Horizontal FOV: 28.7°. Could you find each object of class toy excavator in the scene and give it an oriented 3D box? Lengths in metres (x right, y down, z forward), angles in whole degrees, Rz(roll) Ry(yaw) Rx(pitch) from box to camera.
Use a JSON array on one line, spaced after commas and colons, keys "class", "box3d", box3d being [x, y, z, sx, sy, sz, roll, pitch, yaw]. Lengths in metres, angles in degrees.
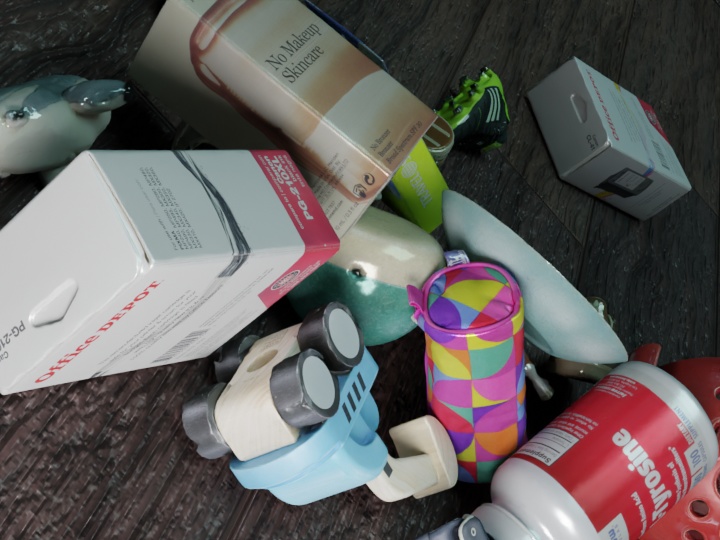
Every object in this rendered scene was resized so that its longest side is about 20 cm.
[{"class": "toy excavator", "box3d": [-0.012, 0.120, 0.997, 0.200, 0.100, 0.195, 59, 28, -17]}]

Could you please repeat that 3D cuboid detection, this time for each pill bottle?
[{"class": "pill bottle", "box3d": [0.176, 0.170, 1.101, 0.200, 0.112, 0.112, -37, 90, -22]}]

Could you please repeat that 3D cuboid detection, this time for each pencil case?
[{"class": "pencil case", "box3d": [0.087, 0.080, 1.093, 0.089, 0.088, 0.201, -93, 175, -46]}]

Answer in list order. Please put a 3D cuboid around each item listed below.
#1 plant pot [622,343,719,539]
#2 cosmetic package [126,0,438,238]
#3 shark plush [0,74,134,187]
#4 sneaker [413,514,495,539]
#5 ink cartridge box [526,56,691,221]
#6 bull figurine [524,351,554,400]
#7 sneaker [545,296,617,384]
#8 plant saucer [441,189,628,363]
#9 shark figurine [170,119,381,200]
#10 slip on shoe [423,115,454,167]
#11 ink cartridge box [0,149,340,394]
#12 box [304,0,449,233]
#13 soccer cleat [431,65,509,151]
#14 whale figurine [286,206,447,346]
[{"class": "plant pot", "box3d": [0.307, 0.172, 1.264, 0.182, 0.201, 0.200, 14, 26, 13]}, {"class": "cosmetic package", "box3d": [-0.056, -0.129, 1.030, 0.200, 0.087, 0.103, 38, 42, -2]}, {"class": "shark plush", "box3d": [-0.246, -0.096, 0.932, 0.199, 0.091, 0.083, -18, 53, -39]}, {"class": "sneaker", "box3d": [0.072, 0.256, 0.956, 0.147, 0.077, 0.202, 59, 17, -13]}, {"class": "ink cartridge box", "box3d": [0.316, -0.165, 1.790, 0.200, 0.086, 0.148, 19, 44, -44]}, {"class": "bull figurine", "box3d": [0.116, 0.056, 1.270, 0.121, 0.065, 0.200, 44, 32, -27]}, {"class": "sneaker", "box3d": [0.217, 0.068, 1.320, 0.070, 0.076, 0.200, 14, -2, 6]}, {"class": "plant saucer", "box3d": [0.127, 0.017, 1.130, 0.201, 0.039, 0.201, 43, -4, 4]}, {"class": "shark figurine", "box3d": [-0.080, -0.122, 1.136, 0.214, 0.090, 0.128, 2, 42, -41]}, {"class": "slip on shoe", "box3d": [0.001, -0.162, 1.346, 0.200, 0.061, 0.076, 38, 51, 8]}, {"class": "ink cartridge box", "box3d": [-0.130, -0.003, 0.878, 0.200, 0.145, 0.085, -7, 63, -59]}, {"class": "box", "box3d": [0.005, -0.126, 1.198, 0.122, 0.048, 0.200, 44, -9, 39]}, {"class": "soccer cleat", "box3d": [0.126, -0.162, 1.527, 0.081, 0.067, 0.200, 62, 26, -12]}, {"class": "whale figurine", "box3d": [0.000, 0.000, 1.140, 0.158, 0.104, 0.200, 19, 9, 0]}]
